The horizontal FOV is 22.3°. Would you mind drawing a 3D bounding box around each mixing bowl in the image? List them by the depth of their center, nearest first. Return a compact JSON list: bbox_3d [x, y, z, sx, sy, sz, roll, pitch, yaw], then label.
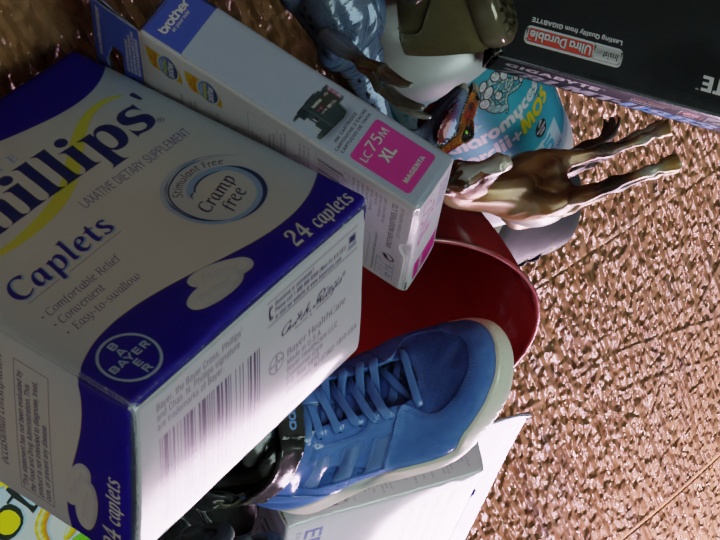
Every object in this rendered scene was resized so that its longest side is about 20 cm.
[{"bbox_3d":[0.000,0.000,1.097,0.198,0.109,0.201,-8,145,-6],"label":"mixing bowl"}]

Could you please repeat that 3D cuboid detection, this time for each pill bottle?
[{"bbox_3d":[0.054,-0.122,1.111,0.111,0.110,0.200,-49,141,-12],"label":"pill bottle"}]

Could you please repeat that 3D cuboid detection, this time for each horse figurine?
[{"bbox_3d":[0.116,-0.055,1.045,0.200,0.131,0.050,-28,102,-80],"label":"horse figurine"}]

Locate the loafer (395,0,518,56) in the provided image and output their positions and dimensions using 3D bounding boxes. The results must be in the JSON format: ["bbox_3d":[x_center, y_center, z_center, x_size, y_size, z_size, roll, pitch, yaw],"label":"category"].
[{"bbox_3d":[0.020,-0.204,0.986,0.067,0.202,0.076,-24,166,12],"label":"loafer"}]

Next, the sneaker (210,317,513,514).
[{"bbox_3d":[-0.014,0.081,1.045,0.199,0.077,0.111,-29,151,33],"label":"sneaker"}]

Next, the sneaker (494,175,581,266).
[{"bbox_3d":[0.085,-0.011,1.250,0.201,0.075,0.106,-54,140,-7],"label":"sneaker"}]

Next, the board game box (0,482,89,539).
[{"bbox_3d":[-0.208,0.134,1.000,0.105,0.103,0.201,-43,140,-18],"label":"board game box"}]

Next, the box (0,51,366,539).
[{"bbox_3d":[-0.127,0.009,0.894,0.184,0.199,0.106,-42,148,-40],"label":"box"}]

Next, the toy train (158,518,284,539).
[{"bbox_3d":[-0.108,0.210,1.097,0.114,0.199,0.086,-35,109,-34],"label":"toy train"}]

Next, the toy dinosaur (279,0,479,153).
[{"bbox_3d":[-0.005,-0.144,0.942,0.105,0.199,0.183,-31,129,-30],"label":"toy dinosaur"}]

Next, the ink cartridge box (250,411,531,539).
[{"bbox_3d":[0.014,0.186,1.244,0.198,0.041,0.200,-14,147,-24],"label":"ink cartridge box"}]

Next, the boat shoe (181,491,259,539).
[{"bbox_3d":[-0.091,0.115,1.148,0.070,0.066,0.201,-38,138,-24],"label":"boat shoe"}]

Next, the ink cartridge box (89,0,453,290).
[{"bbox_3d":[-0.048,-0.074,0.940,0.042,0.199,0.120,-56,172,-18],"label":"ink cartridge box"}]

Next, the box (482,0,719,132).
[{"bbox_3d":[0.186,-0.187,1.032,0.050,0.198,0.201,144,-39,-83],"label":"box"}]
